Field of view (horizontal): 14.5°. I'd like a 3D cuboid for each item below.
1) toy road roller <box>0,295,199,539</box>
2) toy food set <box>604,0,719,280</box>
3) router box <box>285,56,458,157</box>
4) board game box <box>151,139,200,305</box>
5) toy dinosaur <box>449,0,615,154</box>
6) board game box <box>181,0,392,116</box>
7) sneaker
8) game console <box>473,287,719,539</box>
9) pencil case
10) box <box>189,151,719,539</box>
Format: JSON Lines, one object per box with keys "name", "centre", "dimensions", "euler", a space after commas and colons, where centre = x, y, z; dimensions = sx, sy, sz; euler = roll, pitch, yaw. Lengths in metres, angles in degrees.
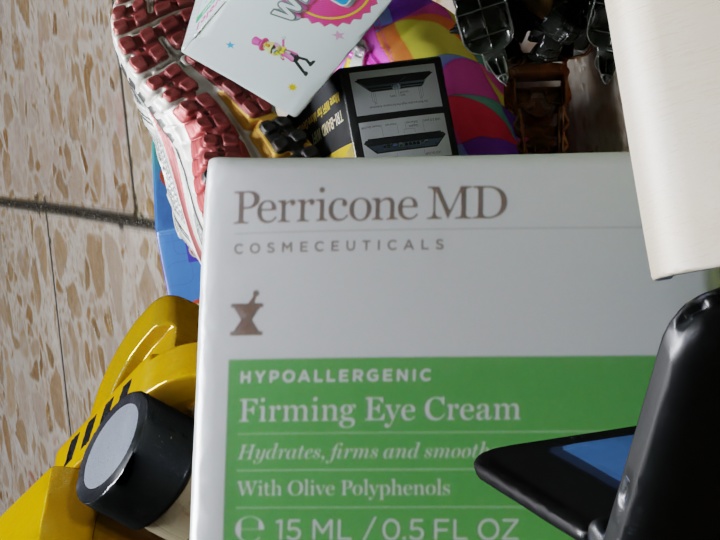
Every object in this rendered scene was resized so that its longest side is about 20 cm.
{"name": "toy road roller", "centre": [-0.093, 0.107, 1.333], "dimensions": [0.200, 0.123, 0.146], "euler": [-45, 27, 34]}
{"name": "toy food set", "centre": [0.170, -0.081, 0.911], "dimensions": [0.200, 0.060, 0.144], "euler": [-11, 86, 33]}
{"name": "router box", "centre": [0.000, 0.000, 1.340], "dimensions": [0.200, 0.052, 0.157], "euler": [145, 115, -70]}
{"name": "board game box", "centre": [-0.075, 0.021, 1.476], "dimensions": [0.200, 0.045, 0.152], "euler": [-105, 5, -74]}
{"name": "toy dinosaur", "centre": [0.086, -0.126, 1.280], "dimensions": [0.136, 0.102, 0.200], "euler": [-118, 4, -86]}
{"name": "board game box", "centre": [-0.003, -0.187, 1.272], "dimensions": [0.148, 0.064, 0.200], "euler": [-48, 18, 37]}
{"name": "sneaker", "centre": [-0.071, -0.059, 1.317], "dimensions": [0.082, 0.078, 0.200], "euler": [106, 151, -51]}
{"name": "game console", "centre": [0.156, 0.029, 0.906], "dimensions": [0.176, 0.200, 0.116], "euler": [100, 154, -43]}
{"name": "pencil case", "centre": [0.045, -0.053, 1.389], "dimensions": [0.200, 0.088, 0.088], "euler": [-120, 29, -44]}
{"name": "box", "centre": [0.048, 0.058, 1.119], "dimensions": [0.200, 0.199, 0.171], "euler": [61, -151, -73]}
